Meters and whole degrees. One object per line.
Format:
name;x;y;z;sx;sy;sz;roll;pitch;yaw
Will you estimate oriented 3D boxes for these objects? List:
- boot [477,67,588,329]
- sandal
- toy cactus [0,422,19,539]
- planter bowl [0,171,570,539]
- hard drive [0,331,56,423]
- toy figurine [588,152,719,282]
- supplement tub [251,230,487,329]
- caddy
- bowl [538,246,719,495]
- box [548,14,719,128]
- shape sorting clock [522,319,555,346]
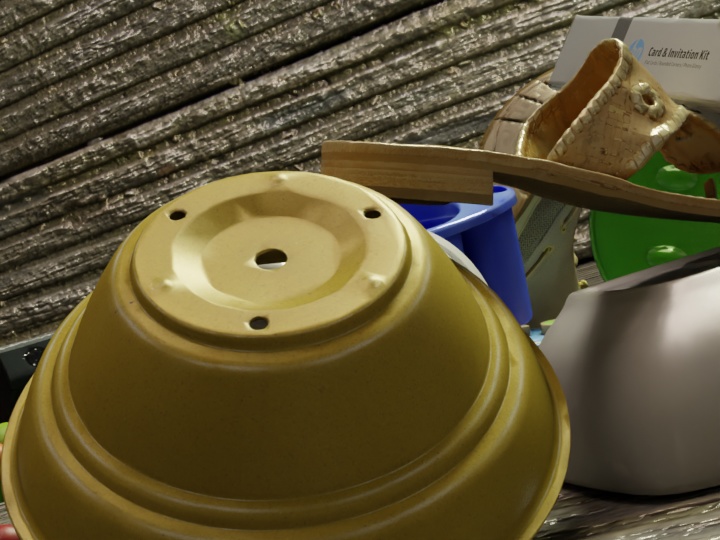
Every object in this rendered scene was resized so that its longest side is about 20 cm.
boot;0.127;-0.030;1.143;0.072;0.155;0.200;24;68;36
sandal;0.087;-0.057;0.665;0.212;0.070;0.078;3;1;-22
toy cactus;-0.123;0.108;0.908;0.165;0.102;0.200;-13;4;-5
planter bowl;-0.027;0.024;0.578;0.200;0.084;0.200;-1;38;1
hard drive;-0.134;0.072;1.064;0.200;0.033;0.140;-16;-31;-28
toy figurine;0.275;-0.026;1.134;0.200;0.150;0.184;6;1;26
supplement tub;-0.021;0.048;0.781;0.140;0.140;0.200;-17;0;23
caddy;0.000;0.000;0.963;0.200;0.105;0.141;-10;12;36
bowl;0.170;0.025;0.700;0.200;0.075;0.200;-16;1;-10
box;0.193;-0.065;0.744;0.156;0.041;0.200;20;3;-20
shape sorting clock;0.076;0.051;0.998;0.200;0.039;0.200;-7;9;1
